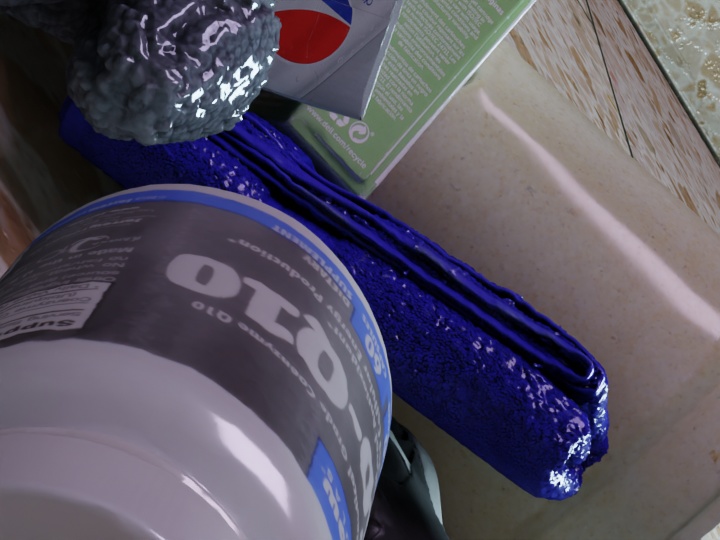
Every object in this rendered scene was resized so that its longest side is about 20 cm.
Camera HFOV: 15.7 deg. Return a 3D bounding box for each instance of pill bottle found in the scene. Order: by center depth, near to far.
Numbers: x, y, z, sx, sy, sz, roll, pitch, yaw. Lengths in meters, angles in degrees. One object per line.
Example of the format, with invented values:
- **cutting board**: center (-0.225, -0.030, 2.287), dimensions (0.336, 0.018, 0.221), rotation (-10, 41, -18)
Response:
- **pill bottle**: center (-0.055, 0.058, 0.599), dimensions (0.114, 0.113, 0.200), rotation (58, 13, -11)

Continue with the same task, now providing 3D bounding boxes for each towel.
- **towel**: center (0.000, 0.000, 0.869), dimensions (0.200, 0.050, 0.148), rotation (37, 1, 9)

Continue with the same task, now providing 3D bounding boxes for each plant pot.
- **plant pot**: center (0.062, 0.020, 1.014), dimensions (0.184, 0.200, 0.200), rotation (48, 14, -2)

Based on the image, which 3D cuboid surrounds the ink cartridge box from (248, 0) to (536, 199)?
- **ink cartridge box**: center (0.025, -0.116, 0.977), dimensions (0.048, 0.200, 0.145), rotation (45, -12, -21)

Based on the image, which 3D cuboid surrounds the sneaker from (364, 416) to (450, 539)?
- **sneaker**: center (-0.011, 0.093, 0.810), dimensions (0.112, 0.073, 0.200), rotation (47, 11, -36)

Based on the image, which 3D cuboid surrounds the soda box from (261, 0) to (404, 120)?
- **soda box**: center (-0.048, -0.113, 0.912), dimensions (0.068, 0.064, 0.200), rotation (16, 11, -24)

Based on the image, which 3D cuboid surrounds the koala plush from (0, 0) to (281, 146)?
- **koala plush**: center (-0.108, -0.127, 0.693), dimensions (0.183, 0.178, 0.200), rotation (24, 18, 8)
